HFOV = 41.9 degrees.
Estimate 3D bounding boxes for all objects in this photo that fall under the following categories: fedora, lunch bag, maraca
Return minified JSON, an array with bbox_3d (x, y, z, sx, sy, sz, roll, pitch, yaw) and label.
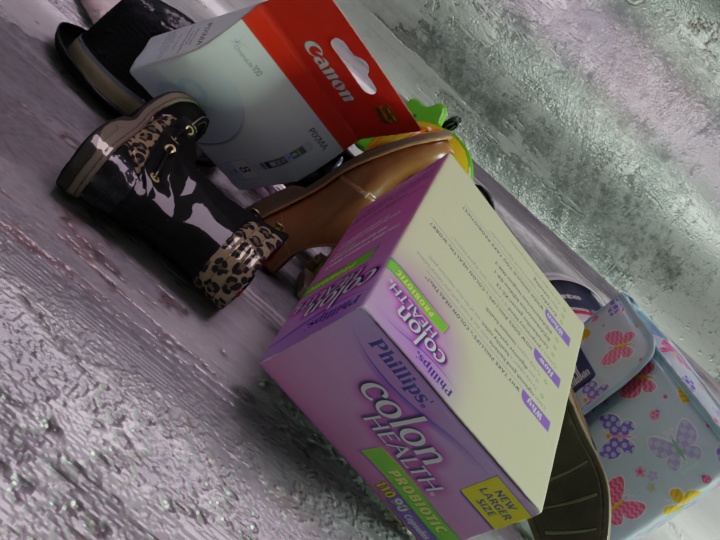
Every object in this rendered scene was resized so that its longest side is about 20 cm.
[{"bbox_3d":[-0.185,-0.191,0.894,0.200,0.092,0.201,39,16,-13],"label":"fedora"},{"bbox_3d":[0.254,0.148,0.926,0.127,0.169,0.201,17,37,-58],"label":"lunch bag"},{"bbox_3d":[0.053,-0.116,1.039,0.107,0.136,0.201,65,12,-48],"label":"maraca"}]

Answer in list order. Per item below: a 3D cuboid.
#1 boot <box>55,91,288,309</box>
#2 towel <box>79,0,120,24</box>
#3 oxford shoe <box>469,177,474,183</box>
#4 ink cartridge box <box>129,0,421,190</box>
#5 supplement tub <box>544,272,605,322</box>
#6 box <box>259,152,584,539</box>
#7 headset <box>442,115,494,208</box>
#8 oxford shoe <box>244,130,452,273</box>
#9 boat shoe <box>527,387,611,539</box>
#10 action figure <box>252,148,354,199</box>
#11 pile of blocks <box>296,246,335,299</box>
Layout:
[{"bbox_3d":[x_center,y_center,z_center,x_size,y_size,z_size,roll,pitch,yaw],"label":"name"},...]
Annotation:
[{"bbox_3d":[-0.125,-0.057,0.718,0.150,0.073,0.200,41,19,-4],"label":"boot"},{"bbox_3d":[-0.254,-0.284,1.100,0.191,0.032,0.200,26,23,-50],"label":"towel"},{"bbox_3d":[0.030,-0.057,0.871,0.199,0.074,0.071,7,2,40],"label":"oxford shoe"},{"bbox_3d":[-0.072,-0.143,0.793,0.160,0.199,0.047,49,51,-38],"label":"ink cartridge box"},{"bbox_3d":[0.236,0.090,1.114,0.140,0.140,0.200,40,15,-9],"label":"supplement tub"},{"bbox_3d":[0.054,0.050,0.652,0.176,0.096,0.200,50,36,-15],"label":"box"},{"bbox_3d":[0.121,-0.094,1.138,0.123,0.094,0.201,25,34,-48],"label":"headset"},{"bbox_3d":[-0.004,-0.059,0.811,0.072,0.199,0.071,64,10,4],"label":"oxford shoe"},{"bbox_3d":[0.173,0.159,0.802,0.068,0.071,0.201,38,41,-61],"label":"boat shoe"},{"bbox_3d":[-0.092,-0.130,1.021,0.200,0.149,0.134,31,-22,43],"label":"action figure"},{"bbox_3d":[0.000,0.000,0.906,0.082,0.062,0.200,45,14,8],"label":"pile of blocks"}]
